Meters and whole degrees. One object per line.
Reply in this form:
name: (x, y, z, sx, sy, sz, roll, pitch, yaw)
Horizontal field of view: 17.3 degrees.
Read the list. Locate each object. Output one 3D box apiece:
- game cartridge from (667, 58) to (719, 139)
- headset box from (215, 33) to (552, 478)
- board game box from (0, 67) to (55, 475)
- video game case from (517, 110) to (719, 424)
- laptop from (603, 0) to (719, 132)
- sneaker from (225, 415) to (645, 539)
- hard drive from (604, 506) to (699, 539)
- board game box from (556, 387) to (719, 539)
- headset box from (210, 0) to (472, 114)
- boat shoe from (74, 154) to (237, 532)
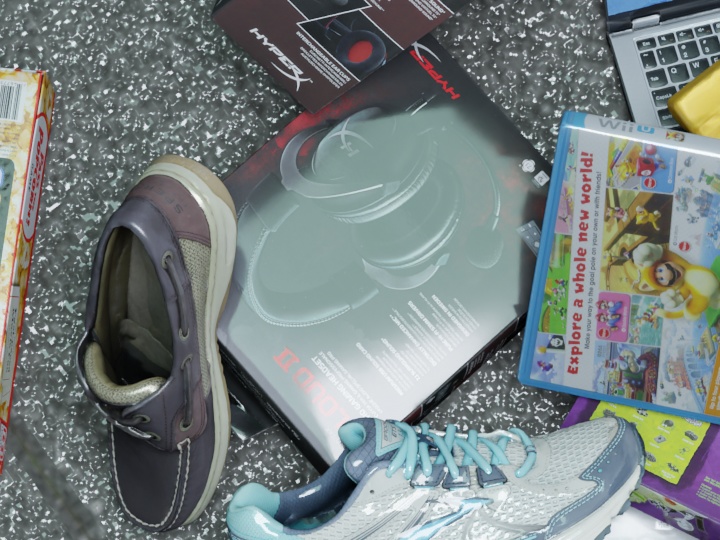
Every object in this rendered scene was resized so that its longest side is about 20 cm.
game cartridge: (0.277, -0.056, 1.163, 0.176, 0.032, 0.200, -38, 99, 0)
headset box: (0.000, 0.000, 1.165, 0.200, 0.077, 0.149, -40, 82, -9)
board game box: (-0.241, -0.007, 1.179, 0.151, 0.046, 0.201, 7, 79, 1)
video game case: (0.180, 0.010, 1.088, 0.199, 0.018, 0.144, 11, 123, 6)
laptop: (0.221, -0.137, 1.171, 0.186, 0.116, 0.201, -13, 70, -2)
sneaker: (0.032, 0.104, 1.076, 0.199, 0.078, 0.087, -23, 109, 3)
hard drive: (0.104, 0.172, 1.150, 0.199, 0.038, 0.140, 1, 79, -1)
board game box: (0.204, 0.087, 1.133, 0.199, 0.032, 0.120, 26, 60, 17)
headset box: (0.036, -0.186, 1.115, 0.075, 0.200, 0.149, 42, 36, -21)
boat shoe: (-0.101, 0.043, 1.108, 0.072, 0.201, 0.065, 28, 37, 26)
